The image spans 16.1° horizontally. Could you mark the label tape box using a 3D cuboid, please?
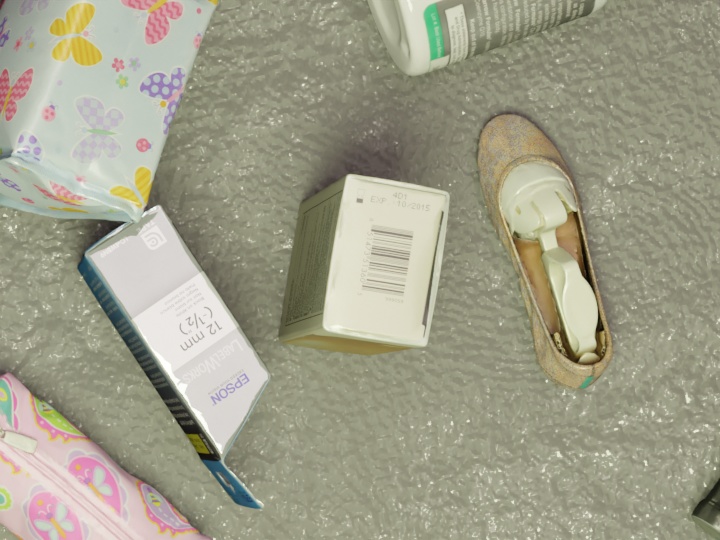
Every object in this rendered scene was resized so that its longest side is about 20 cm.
[{"bbox_3d":[-0.109,0.059,1.701,0.066,0.143,0.201,-35,92,-9],"label":"label tape box"}]

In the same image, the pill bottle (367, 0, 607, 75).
[{"bbox_3d":[0.106,-0.218,1.767,0.199,0.113,0.114,-20,90,-9],"label":"pill bottle"}]

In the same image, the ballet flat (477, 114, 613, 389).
[{"bbox_3d":[0.136,-0.016,1.782,0.068,0.067,0.201,-19,89,-9],"label":"ballet flat"}]

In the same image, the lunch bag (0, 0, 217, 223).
[{"bbox_3d":[-0.202,-0.126,1.670,0.127,0.200,0.171,25,81,-27],"label":"lunch bag"}]

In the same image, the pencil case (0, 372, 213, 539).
[{"bbox_3d":[-0.195,0.154,1.713,0.200,0.087,0.088,41,82,-5],"label":"pencil case"}]

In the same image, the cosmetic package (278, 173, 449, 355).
[{"bbox_3d":[0.000,0.000,1.693,0.070,0.200,0.106,10,86,-9],"label":"cosmetic package"}]

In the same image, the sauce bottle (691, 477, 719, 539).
[{"bbox_3d":[0.306,0.105,1.803,0.065,0.065,0.201,37,80,-5],"label":"sauce bottle"}]
